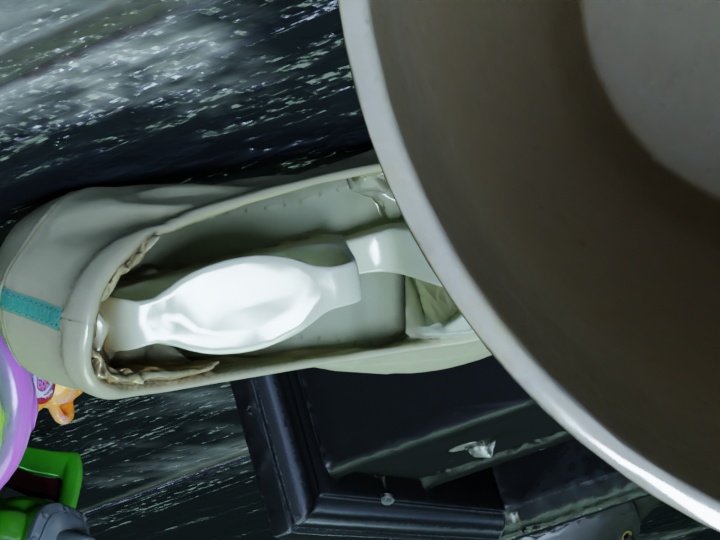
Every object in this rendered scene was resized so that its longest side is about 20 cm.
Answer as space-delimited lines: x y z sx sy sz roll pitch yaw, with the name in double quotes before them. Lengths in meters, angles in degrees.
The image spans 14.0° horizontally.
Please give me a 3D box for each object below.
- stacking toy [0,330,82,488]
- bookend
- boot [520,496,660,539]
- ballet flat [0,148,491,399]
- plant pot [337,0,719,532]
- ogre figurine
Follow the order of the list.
"stacking toy" -0.131 0.039 0.791 0.110 0.116 0.200 -20 179 33
"bookend" 0.085 0.015 0.935 0.200 0.092 0.199 -20 167 17
"boot" 0.125 0.156 1.516 0.200 0.138 0.077 -17 168 2
"ballet flat" 0.000 0.000 0.800 0.200 0.070 0.069 -11 167 -24
"plant pot" 0.088 -0.052 0.490 0.187 0.187 0.200 -16 -178 0
"ogre figurine" -0.159 0.101 1.032 0.120 0.098 0.200 5 148 -11
